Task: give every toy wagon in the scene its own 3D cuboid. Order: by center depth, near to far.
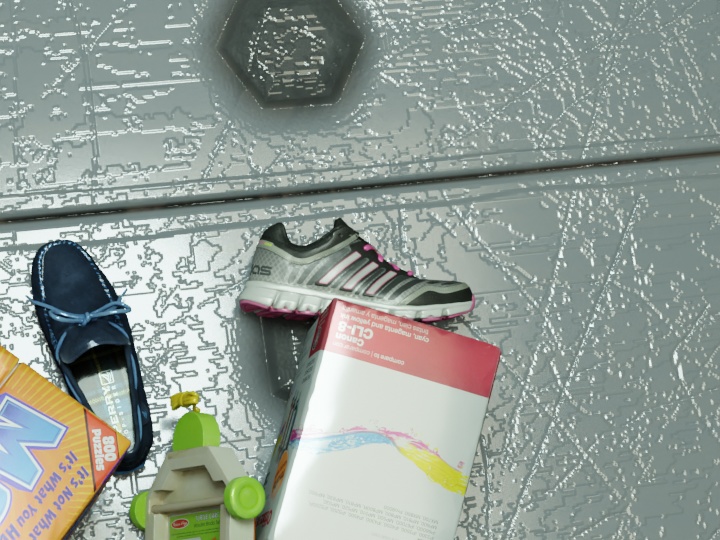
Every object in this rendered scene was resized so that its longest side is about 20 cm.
[{"bbox_3d":[-0.126,0.194,1.308,0.040,0.155,0.200,11,73,-36],"label":"toy wagon"}]

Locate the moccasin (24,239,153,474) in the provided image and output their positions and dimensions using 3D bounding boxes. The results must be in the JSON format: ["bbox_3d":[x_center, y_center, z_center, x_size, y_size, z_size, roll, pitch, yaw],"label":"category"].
[{"bbox_3d":[-0.209,0.063,1.363,0.080,0.068,0.200,-24,83,-15],"label":"moccasin"}]

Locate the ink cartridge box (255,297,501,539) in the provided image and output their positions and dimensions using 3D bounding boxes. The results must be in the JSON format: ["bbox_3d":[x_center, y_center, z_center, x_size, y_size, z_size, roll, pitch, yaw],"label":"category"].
[{"bbox_3d":[0.008,0.148,1.344,0.144,0.145,0.200,17,74,-7],"label":"ink cartridge box"}]

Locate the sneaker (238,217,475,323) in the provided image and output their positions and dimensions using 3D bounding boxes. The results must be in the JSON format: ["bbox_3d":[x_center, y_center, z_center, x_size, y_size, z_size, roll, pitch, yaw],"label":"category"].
[{"bbox_3d":[0.000,0.000,1.413,0.200,0.074,0.088,5,83,-5],"label":"sneaker"}]

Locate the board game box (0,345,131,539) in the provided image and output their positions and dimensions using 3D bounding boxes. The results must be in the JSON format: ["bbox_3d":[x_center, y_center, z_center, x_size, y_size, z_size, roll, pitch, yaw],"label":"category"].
[{"bbox_3d":[-0.320,0.170,1.232,0.200,0.200,0.200,36,62,-1],"label":"board game box"}]
